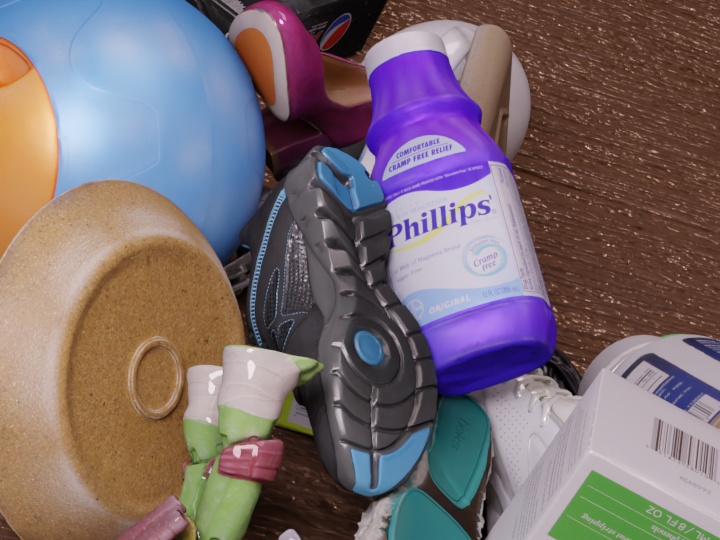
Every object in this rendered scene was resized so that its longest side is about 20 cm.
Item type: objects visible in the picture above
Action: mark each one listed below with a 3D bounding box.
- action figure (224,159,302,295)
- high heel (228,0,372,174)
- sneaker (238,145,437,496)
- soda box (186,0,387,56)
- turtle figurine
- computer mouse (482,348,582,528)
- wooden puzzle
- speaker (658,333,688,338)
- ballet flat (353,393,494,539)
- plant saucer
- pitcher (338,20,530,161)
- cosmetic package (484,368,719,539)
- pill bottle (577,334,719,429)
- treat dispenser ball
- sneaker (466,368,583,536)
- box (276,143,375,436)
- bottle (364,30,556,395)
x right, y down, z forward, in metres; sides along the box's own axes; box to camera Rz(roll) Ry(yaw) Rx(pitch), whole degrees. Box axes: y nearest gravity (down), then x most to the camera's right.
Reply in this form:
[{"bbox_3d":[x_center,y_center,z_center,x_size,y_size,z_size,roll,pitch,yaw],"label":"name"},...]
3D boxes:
[{"bbox_3d":[-0.098,-0.056,1.544,0.200,0.070,0.130,38,44,25],"label":"action figure"},{"bbox_3d":[-0.018,-0.119,1.437,0.096,0.200,0.067,-30,68,-10],"label":"high heel"},{"bbox_3d":[-0.015,0.036,1.305,0.073,0.082,0.201,21,46,-37],"label":"sneaker"},{"bbox_3d":[-0.059,-0.181,1.763,0.063,0.071,0.200,41,33,16],"label":"soda box"},{"bbox_3d":[-0.040,0.145,1.214,0.199,0.195,0.144,4,-15,15],"label":"turtle figurine"},{"bbox_3d":[0.092,0.135,1.461,0.200,0.046,0.141,-27,80,-50],"label":"computer mouse"},{"bbox_3d":[0.061,-0.024,1.527,0.046,0.201,0.185,3,35,10],"label":"wooden puzzle"},{"bbox_3d":[0.225,0.132,1.528,0.088,0.089,0.200,6,38,-33],"label":"speaker"},{"bbox_3d":[0.028,0.135,1.296,0.072,0.072,0.200,28,29,-2],"label":"ballet flat"},{"bbox_3d":[-0.116,0.054,1.265,0.035,0.201,0.200,3,13,36],"label":"plant saucer"},{"bbox_3d":[0.051,-0.112,1.655,0.121,0.172,0.200,44,33,5],"label":"pitcher"},{"bbox_3d":[0.117,0.163,1.278,0.107,0.200,0.085,27,30,-4],"label":"cosmetic package"},{"bbox_3d":[0.198,0.099,1.400,0.111,0.111,0.200,16,7,-22],"label":"pill bottle"},{"bbox_3d":[-0.153,-0.067,1.391,0.200,0.201,0.201,21,32,-14],"label":"treat dispenser ball"},{"bbox_3d":[0.099,0.085,1.391,0.078,0.099,0.200,-14,69,-46],"label":"sneaker"},{"bbox_3d":[0.000,0.000,1.495,0.048,0.122,0.200,17,30,3],"label":"box"},{"bbox_3d":[0.046,-0.035,1.357,0.065,0.083,0.201,49,25,-63],"label":"bottle"}]
